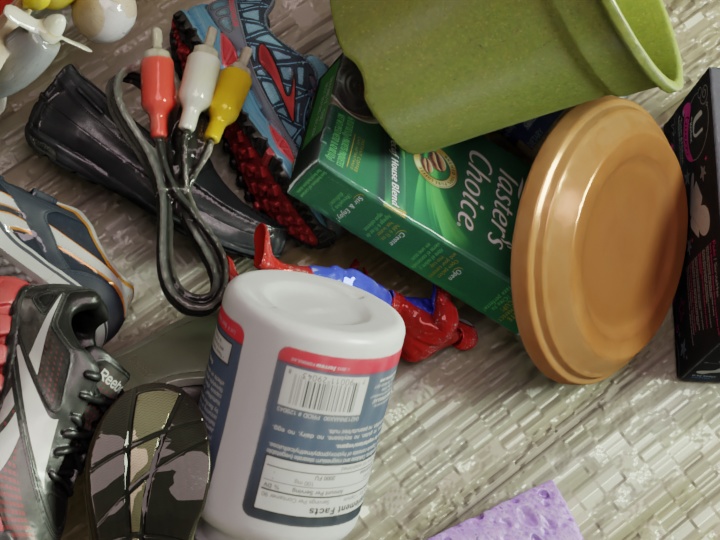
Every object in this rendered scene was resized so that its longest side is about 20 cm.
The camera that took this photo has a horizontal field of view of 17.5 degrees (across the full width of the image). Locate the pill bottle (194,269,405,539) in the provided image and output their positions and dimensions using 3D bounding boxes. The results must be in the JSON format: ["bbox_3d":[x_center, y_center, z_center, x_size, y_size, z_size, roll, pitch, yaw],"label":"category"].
[{"bbox_3d":[-0.050,0.112,1.508,0.119,0.120,0.201,12,107,-7],"label":"pill bottle"}]

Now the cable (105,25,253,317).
[{"bbox_3d":[-0.123,-0.071,1.556,0.097,0.050,0.201,9,61,-15],"label":"cable"}]

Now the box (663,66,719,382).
[{"bbox_3d":[0.298,-0.030,1.668,0.131,0.115,0.201,3,71,-10],"label":"box"}]

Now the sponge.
[{"bbox_3d":[0.068,0.232,1.577,0.199,0.030,0.112,-23,78,-18],"label":"sponge"}]

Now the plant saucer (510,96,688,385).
[{"bbox_3d":[0.171,-0.018,1.607,0.037,0.200,0.201,10,62,36],"label":"plant saucer"}]

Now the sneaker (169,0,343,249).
[{"bbox_3d":[-0.052,-0.113,1.645,0.095,0.079,0.201,-25,78,-20],"label":"sneaker"}]

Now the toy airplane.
[{"bbox_3d":[-0.222,-0.180,1.577,0.140,0.199,0.201,20,74,-6],"label":"toy airplane"}]

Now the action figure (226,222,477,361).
[{"bbox_3d":[0.000,0.000,1.612,0.199,0.065,0.099,22,47,-31],"label":"action figure"}]

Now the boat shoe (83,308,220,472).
[{"bbox_3d":[-0.126,0.080,1.576,0.200,0.061,0.072,-17,39,-19],"label":"boat shoe"}]

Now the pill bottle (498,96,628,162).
[{"bbox_3d":[0.100,-0.171,1.678,0.200,0.111,0.111,42,69,5],"label":"pill bottle"}]

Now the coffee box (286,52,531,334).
[{"bbox_3d":[0.051,-0.055,1.617,0.199,0.044,0.123,32,43,-17],"label":"coffee box"}]

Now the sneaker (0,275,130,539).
[{"bbox_3d":[-0.194,0.095,1.471,0.097,0.071,0.202,-7,67,12],"label":"sneaker"}]

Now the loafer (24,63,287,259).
[{"bbox_3d":[-0.135,-0.072,1.614,0.200,0.068,0.071,29,94,3],"label":"loafer"}]

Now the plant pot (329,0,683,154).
[{"bbox_3d":[0.087,-0.172,1.542,0.183,0.200,0.201,-24,75,18],"label":"plant pot"}]

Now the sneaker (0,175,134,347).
[{"bbox_3d":[-0.240,-0.020,1.572,0.200,0.079,0.079,41,35,1],"label":"sneaker"}]

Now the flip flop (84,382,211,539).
[{"bbox_3d":[-0.134,0.171,1.470,0.081,0.058,0.201,-4,90,-18],"label":"flip flop"}]
